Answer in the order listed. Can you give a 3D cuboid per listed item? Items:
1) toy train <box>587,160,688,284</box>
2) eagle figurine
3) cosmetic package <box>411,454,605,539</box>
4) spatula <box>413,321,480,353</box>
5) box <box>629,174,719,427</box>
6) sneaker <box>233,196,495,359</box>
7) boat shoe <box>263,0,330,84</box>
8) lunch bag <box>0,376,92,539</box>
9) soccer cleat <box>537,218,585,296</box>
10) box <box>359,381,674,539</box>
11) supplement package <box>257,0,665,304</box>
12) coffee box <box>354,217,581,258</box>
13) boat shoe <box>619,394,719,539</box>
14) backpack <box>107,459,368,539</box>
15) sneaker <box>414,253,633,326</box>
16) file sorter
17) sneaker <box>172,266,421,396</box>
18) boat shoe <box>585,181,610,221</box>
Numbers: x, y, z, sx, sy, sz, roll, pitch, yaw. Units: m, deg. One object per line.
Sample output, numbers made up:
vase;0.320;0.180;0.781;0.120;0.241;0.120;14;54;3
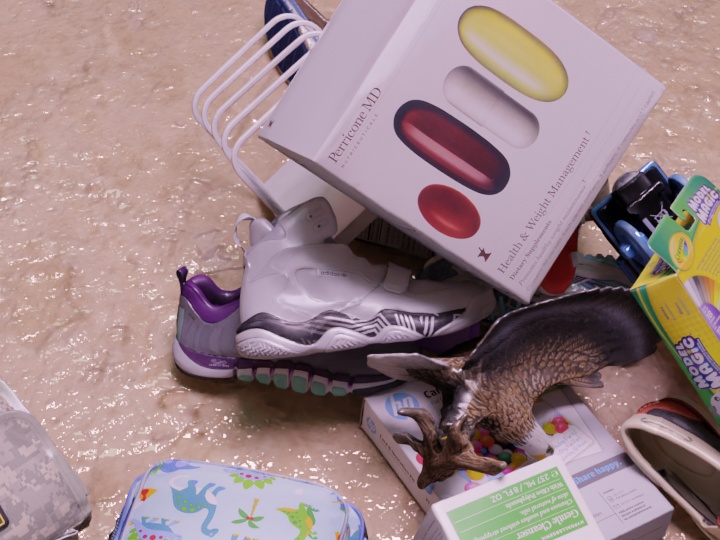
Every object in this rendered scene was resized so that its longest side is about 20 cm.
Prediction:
toy train;0.263;0.004;1.343;0.087;0.114;0.200;-40;93;-7
eagle figurine;0.116;0.081;1.243;0.152;0.151;0.200;25;57;36
cosmetic package;0.128;0.241;1.135;0.108;0.085;0.200;-21;67;-21
spatula;0.000;0.034;1.382;0.200;0.057;0.021;6;11;7
box;0.270;0.037;1.227;0.200;0.048;0.117;57;42;-13
sneaker;0.000;0.000;1.261;0.200;0.075;0.115;-8;89;-8
boat shoe;-0.024;-0.194;1.589;0.072;0.072;0.200;-17;60;-28
lunch bag;-0.308;0.151;1.182;0.200;0.118;0.164;41;54;21
soccer cleat;0.122;-0.067;1.374;0.069;0.085;0.200;-4;70;-43
box;0.117;0.150;1.287;0.156;0.041;0.200;-20;51;-25
supplement package;0.071;-0.116;1.226;0.200;0.191;0.147;32;0;-22
coffee box;0.096;-0.067;1.465;0.200;0.080;0.113;15;46;6
boat shoe;0.278;0.173;1.245;0.200;0.071;0.063;45;33;20
backpack;-0.095;0.231;1.109;0.183;0.147;0.200;10;48;5
sneaker;0.144;0.027;1.385;0.200;0.078;0.086;4;49;-3
file sorter;-0.045;-0.118;1.378;0.139;0.125;0.200;-43;24;1
sneaker;-0.051;0.044;1.311;0.200;0.088;0.074;3;23;6
boat shoe;0.163;-0.130;1.435;0.071;0.065;0.200;-12;48;-20
